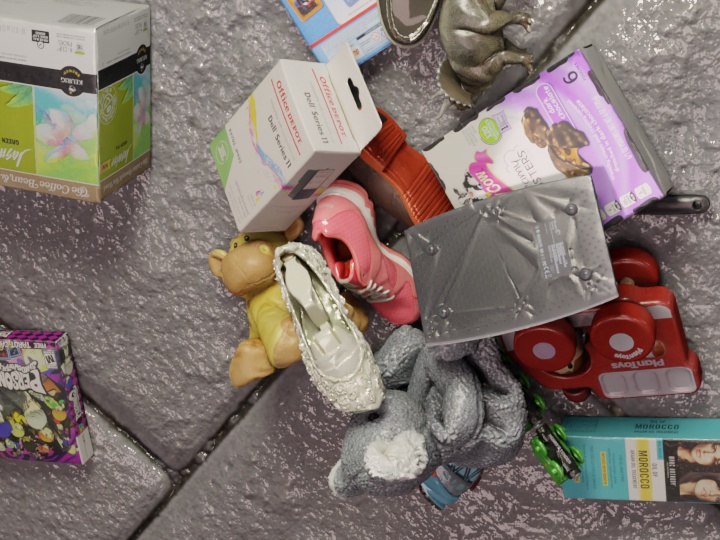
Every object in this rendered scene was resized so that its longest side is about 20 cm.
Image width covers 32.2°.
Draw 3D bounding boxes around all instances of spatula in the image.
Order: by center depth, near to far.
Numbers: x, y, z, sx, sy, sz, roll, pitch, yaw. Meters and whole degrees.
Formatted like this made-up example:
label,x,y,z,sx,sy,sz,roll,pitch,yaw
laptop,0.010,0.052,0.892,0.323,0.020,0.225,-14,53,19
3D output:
label,x,y,z,sx,sy,sz,roll,pitch,yaw
spatula,0.264,-0.066,1.309,0.198,0.021,0.057,-3,105,19

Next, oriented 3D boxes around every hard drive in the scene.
label,x,y,z,sx,sy,sz,roll,pitch,yaw
hard drive,0.149,-0.006,1.231,0.198,0.042,0.136,-16,76,21

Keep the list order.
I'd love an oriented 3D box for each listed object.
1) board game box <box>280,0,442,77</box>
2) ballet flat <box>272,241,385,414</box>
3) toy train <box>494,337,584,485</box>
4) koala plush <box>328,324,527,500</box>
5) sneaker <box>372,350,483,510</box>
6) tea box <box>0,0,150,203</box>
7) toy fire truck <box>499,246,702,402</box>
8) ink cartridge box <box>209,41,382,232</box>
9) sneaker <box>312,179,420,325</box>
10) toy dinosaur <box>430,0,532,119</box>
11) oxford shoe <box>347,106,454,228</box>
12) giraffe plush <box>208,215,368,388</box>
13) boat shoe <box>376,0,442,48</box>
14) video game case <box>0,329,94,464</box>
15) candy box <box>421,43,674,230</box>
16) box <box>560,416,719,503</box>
label,x,y,z,sx,sy,sz,roll,pitch,yaw
board game box,-0.022,-0.320,1.290,0.150,0.037,0.201,-28,102,26
ballet flat,-0.042,0.056,1.272,0.072,0.071,0.201,-41,64,29
toy train,0.178,0.150,1.385,0.042,0.056,0.201,-31,73,-14
koala plush,0.060,0.168,1.319,0.185,0.199,0.177,56,150,-1
sneaker,0.075,0.172,1.459,0.095,0.079,0.201,-30,95,-1
tea box,-0.351,-0.201,1.398,0.198,0.134,0.199,10,115,15
toy fire truck,0.252,0.079,1.336,0.198,0.113,0.169,-9,128,23
ink cartridge box,-0.072,-0.140,1.315,0.200,0.067,0.118,-42,61,42
sneaker,0.000,0.000,1.371,0.073,0.087,0.201,-13,126,33
toy dinosaur,0.118,-0.240,1.248,0.101,0.077,0.202,-4,120,2
oxford shoe,0.046,-0.090,1.360,0.201,0.071,0.072,52,148,-12
giraffe plush,-0.096,0.025,1.407,0.171,0.200,0.164,-23,88,-9
boat shoe,0.057,-0.319,1.218,0.071,0.061,0.204,8,100,-5
video game case,-0.460,0.165,1.647,0.198,0.036,0.183,2,114,18
candy box,0.190,-0.104,1.276,0.199,0.071,0.169,-31,89,27
box,0.324,0.211,1.391,0.198,0.049,0.083,-2,112,20
